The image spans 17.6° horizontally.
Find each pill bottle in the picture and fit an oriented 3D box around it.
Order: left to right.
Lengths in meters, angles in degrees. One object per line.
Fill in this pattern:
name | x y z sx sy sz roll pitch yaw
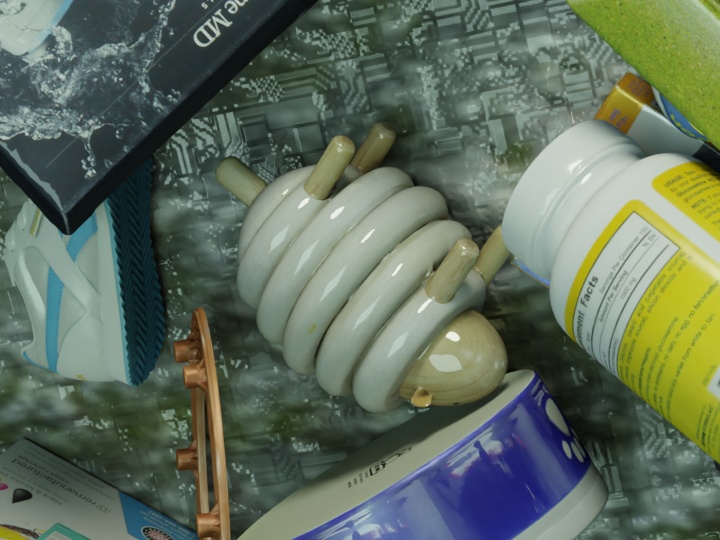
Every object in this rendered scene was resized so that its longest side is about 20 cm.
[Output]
pill bottle | 0.168 0.014 1.161 0.200 0.112 0.113 42 116 29

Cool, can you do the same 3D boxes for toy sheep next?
toy sheep | 0.000 0.000 1.270 0.200 0.138 0.138 42 114 18

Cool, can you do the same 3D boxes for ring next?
ring | -0.089 0.122 1.299 0.019 0.201 0.202 -4 106 -8

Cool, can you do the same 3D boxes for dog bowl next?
dog bowl | 0.030 0.137 1.259 0.199 0.200 0.079 -29 94 23

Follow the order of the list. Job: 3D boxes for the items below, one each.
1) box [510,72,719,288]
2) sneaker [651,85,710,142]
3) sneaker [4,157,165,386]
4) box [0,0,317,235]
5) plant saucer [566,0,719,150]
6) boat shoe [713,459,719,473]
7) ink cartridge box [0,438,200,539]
box | 0.194 -0.002 1.254 0.199 0.041 0.120 33 113 8
sneaker | 0.173 -0.161 1.192 0.073 0.082 0.202 1 84 -3
sneaker | -0.165 -0.032 1.339 0.080 0.076 0.202 3 105 18
box | -0.153 -0.160 1.231 0.197 0.117 0.200 -44 91 -7
plant saucer | 0.237 -0.140 1.133 0.200 0.048 0.200 43 79 -2
boat shoe | 0.271 0.059 1.203 0.199 0.072 0.065 -34 113 5
ink cartridge box | -0.201 0.222 1.357 0.146 0.200 0.147 27 112 7
